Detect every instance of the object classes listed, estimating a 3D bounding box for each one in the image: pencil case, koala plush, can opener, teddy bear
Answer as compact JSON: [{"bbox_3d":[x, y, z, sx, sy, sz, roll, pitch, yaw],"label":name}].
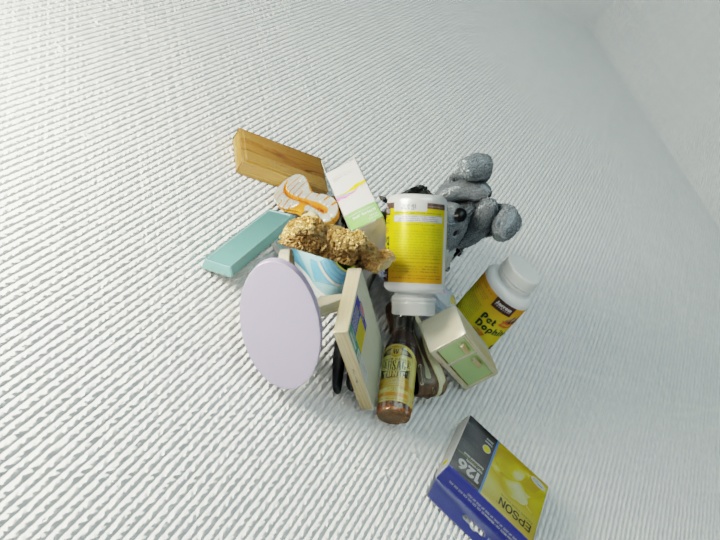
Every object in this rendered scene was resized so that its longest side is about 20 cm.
[{"bbox_3d":[0.111,0.027,1.531,0.089,0.084,0.200,20,-17,41],"label":"pencil case"},{"bbox_3d":[0.170,-0.092,1.526,0.199,0.182,0.180,-35,96,-37],"label":"koala plush"},{"bbox_3d":[-0.024,0.128,1.388,0.079,0.062,0.204,49,37,-38],"label":"can opener"},{"bbox_3d":[-0.035,-0.047,1.309,0.195,0.069,0.145,17,-1,-7],"label":"teddy bear"}]

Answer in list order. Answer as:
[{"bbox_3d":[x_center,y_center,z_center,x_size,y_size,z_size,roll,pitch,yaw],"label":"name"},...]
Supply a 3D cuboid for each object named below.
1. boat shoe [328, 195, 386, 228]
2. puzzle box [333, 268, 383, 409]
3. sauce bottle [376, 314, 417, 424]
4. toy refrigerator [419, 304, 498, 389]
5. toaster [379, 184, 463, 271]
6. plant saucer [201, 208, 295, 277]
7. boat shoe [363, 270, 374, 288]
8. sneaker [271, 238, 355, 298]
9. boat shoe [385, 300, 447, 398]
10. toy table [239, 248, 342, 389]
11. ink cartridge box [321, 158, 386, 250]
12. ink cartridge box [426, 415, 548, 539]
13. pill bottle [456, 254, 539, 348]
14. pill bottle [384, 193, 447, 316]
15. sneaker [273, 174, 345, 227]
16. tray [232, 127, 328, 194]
[{"bbox_3d":[-0.012,-0.090,1.586,0.196,0.065,0.072,19,61,18],"label":"boat shoe"},{"bbox_3d":[0.000,0.114,1.308,0.025,0.203,0.135,-2,45,15],"label":"puzzle box"},{"bbox_3d":[0.066,0.162,1.391,0.065,0.066,0.204,23,54,-24],"label":"sauce bottle"},{"bbox_3d":[0.185,0.148,1.471,0.200,0.075,0.071,48,19,-52],"label":"toy refrigerator"},{"bbox_3d":[0.118,-0.074,1.674,0.200,0.119,0.180,46,35,5],"label":"toaster"},{"bbox_3d":[-0.190,-0.053,1.388,0.068,0.019,0.200,15,37,27],"label":"plant saucer"},{"bbox_3d":[0.000,0.000,1.536,0.061,0.073,0.200,25,22,3],"label":"boat shoe"},{"bbox_3d":[-0.080,-0.050,1.446,0.200,0.131,0.079,47,45,7],"label":"sneaker"},{"bbox_3d":[0.087,0.141,1.466,0.073,0.075,0.205,-8,54,-32],"label":"boat shoe"},{"bbox_3d":[-0.113,0.068,1.261,0.178,0.206,0.117,6,17,6],"label":"toy table"},{"bbox_3d":[-0.004,-0.119,1.484,0.118,0.066,0.203,65,1,-51],"label":"ink cartridge box"},{"bbox_3d":[0.224,0.379,1.374,0.197,0.047,0.200,43,33,-1],"label":"ink cartridge box"},{"bbox_3d":[0.262,0.067,1.577,0.107,0.201,0.110,26,32,-18],"label":"pill bottle"},{"bbox_3d":[0.095,-0.026,1.382,0.107,0.108,0.206,2,90,-41],"label":"pill bottle"},{"bbox_3d":[-0.099,-0.117,1.529,0.199,0.078,0.078,39,-10,44],"label":"sneaker"},{"bbox_3d":[-0.162,-0.215,1.624,0.196,0.037,0.100,17,43,-32],"label":"tray"}]
